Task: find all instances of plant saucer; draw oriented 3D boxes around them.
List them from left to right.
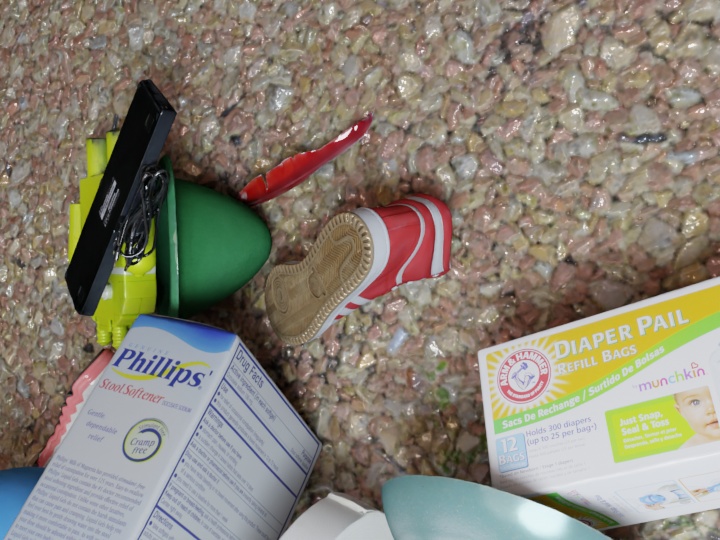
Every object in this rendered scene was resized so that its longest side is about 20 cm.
[{"bbox_3d":[0.100,0.202,0.567,0.198,0.201,0.036,10,58,27],"label":"plant saucer"}]

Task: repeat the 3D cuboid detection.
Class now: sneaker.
[{"bbox_3d":[-0.259,0.174,0.818,0.086,0.074,0.201,30,115,-3],"label":"sneaker"},{"bbox_3d":[0.000,0.000,0.692,0.200,0.112,0.072,-37,74,54],"label":"sneaker"}]

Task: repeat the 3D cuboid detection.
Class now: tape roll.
[{"bbox_3d":[-0.039,0.268,0.629,0.037,0.202,0.205,19,98,26],"label":"tape roll"}]

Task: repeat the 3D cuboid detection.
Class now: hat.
[{"bbox_3d":[-0.091,-0.024,0.755,0.200,0.174,0.167,137,128,-66],"label":"hat"}]

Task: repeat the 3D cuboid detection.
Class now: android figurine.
[{"bbox_3d":[-0.234,-0.027,0.791,0.181,0.041,0.202,5,95,55],"label":"android figurine"}]

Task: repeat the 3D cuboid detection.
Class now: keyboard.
[{"bbox_3d":[-0.189,-0.048,0.694,0.201,0.039,0.104,-62,39,21],"label":"keyboard"}]

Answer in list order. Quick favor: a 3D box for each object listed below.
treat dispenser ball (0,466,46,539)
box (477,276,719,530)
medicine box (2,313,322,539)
[{"bbox_3d":[-0.296,0.274,0.728,0.199,0.200,0.203,0,90,27],"label":"treat dispenser ball"},{"bbox_3d":[0.188,0.092,0.544,0.199,0.101,0.113,-21,52,26],"label":"box"},{"bbox_3d":[-0.138,0.169,0.648,0.102,0.183,0.201,8,57,28],"label":"medicine box"}]
